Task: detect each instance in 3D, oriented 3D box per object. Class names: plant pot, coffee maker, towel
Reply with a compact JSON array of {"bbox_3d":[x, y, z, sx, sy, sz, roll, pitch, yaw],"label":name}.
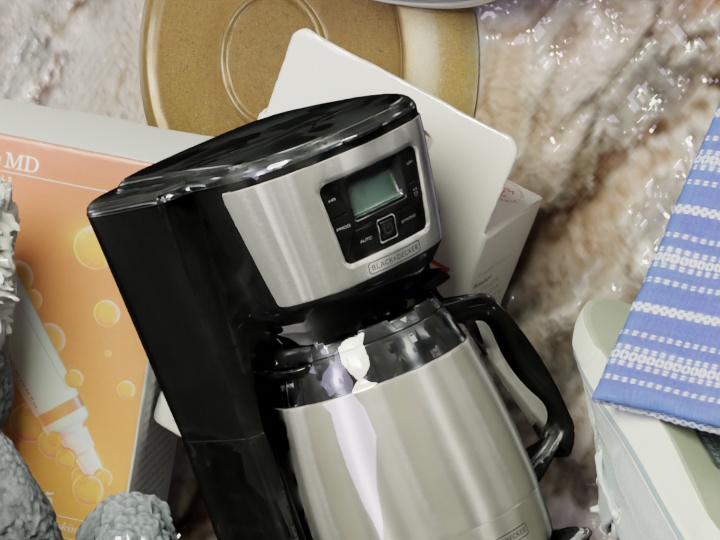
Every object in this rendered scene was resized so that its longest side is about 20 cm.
[{"bbox_3d":[-0.033,-0.096,1.272,0.200,0.027,0.201,5,98,39],"label":"plant pot"},{"bbox_3d":[-0.028,0.044,1.115,0.192,0.135,0.200,-16,98,31],"label":"coffee maker"},{"bbox_3d":[0.181,-0.028,1.044,0.145,0.024,0.200,11,69,39],"label":"towel"}]

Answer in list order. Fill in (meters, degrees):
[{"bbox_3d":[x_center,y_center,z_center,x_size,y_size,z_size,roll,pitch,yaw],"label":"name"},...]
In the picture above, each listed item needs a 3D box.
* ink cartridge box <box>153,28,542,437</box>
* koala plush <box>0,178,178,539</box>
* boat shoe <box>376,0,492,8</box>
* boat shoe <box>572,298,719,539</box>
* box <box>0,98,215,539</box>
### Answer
[{"bbox_3d":[0.000,0.000,1.204,0.115,0.068,0.200,29,116,16],"label":"ink cartridge box"},{"bbox_3d":[-0.188,0.067,1.151,0.177,0.184,0.201,-13,74,28],"label":"koala plush"},{"bbox_3d":[0.061,-0.151,1.154,0.202,0.065,0.075,0,88,34],"label":"boat shoe"},{"bbox_3d":[0.118,0.084,1.091,0.201,0.070,0.072,-112,42,-57],"label":"boat shoe"},{"bbox_3d":[-0.145,0.031,1.265,0.124,0.097,0.201,11,101,7],"label":"box"}]
